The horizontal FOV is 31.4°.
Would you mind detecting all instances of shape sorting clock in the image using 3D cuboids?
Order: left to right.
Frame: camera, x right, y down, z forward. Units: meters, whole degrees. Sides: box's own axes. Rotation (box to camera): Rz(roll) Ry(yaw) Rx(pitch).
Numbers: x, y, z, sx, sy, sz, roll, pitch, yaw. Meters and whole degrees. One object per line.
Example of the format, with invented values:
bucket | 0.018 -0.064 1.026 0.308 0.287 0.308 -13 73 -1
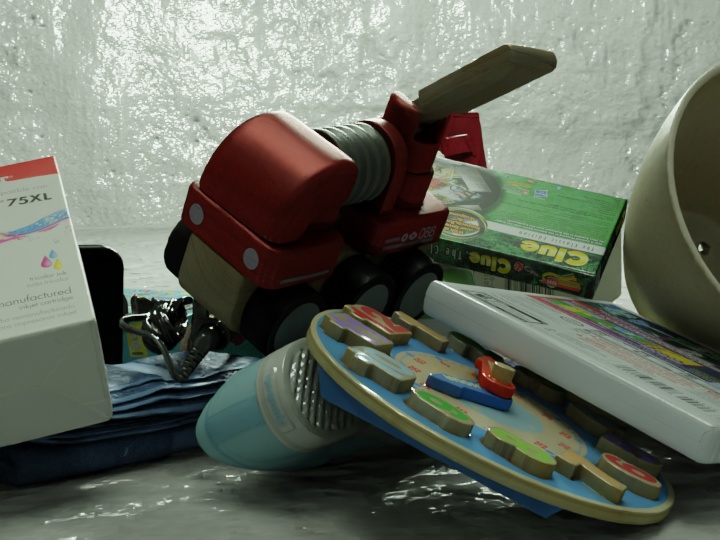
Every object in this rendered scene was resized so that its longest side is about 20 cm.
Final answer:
shape sorting clock | 0.065 0.066 0.636 0.197 0.040 0.200 20 9 -3

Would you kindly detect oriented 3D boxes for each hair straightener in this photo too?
hair straightener | -0.109 0.037 0.790 0.076 0.042 0.200 1 10 1

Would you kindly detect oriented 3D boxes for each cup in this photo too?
cup | 0.253 -0.017 0.844 0.197 0.204 0.143 -3 -20 -20

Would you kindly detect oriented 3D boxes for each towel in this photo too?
towel | -0.139 0.079 0.760 0.198 0.049 0.111 -7 8 -44

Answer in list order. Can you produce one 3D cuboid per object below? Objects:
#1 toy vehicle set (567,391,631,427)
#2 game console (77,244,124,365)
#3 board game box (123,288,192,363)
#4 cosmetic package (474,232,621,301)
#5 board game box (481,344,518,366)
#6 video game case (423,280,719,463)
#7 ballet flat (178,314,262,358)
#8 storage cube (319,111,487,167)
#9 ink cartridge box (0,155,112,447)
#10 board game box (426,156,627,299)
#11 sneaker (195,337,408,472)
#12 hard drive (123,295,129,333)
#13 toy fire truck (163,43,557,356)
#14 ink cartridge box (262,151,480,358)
toy vehicle set | 0.209 0.078 0.847 0.196 0.027 0.124 0 6 7
game console | -0.263 0.034 0.868 0.196 0.119 0.176 -1 7 -14
board game box | -0.198 0.048 1.079 0.197 0.048 0.151 2 6 21
cosmetic package | 0.170 -0.001 1.142 0.102 0.074 0.200 1 7 18
board game box | 0.168 0.058 1.052 0.198 0.026 0.199 -4 7 -35
video game case | 0.161 0.055 0.717 0.180 0.023 0.199 7 14 -44
ballet flat | -0.043 0.049 0.980 0.197 0.069 0.067 -1 -2 -17
storage cube | 0.021 -0.045 1.197 0.197 0.183 0.171 -9 2 23
ink cartridge box | -0.207 0.006 0.687 0.114 0.068 0.201 -13 38 -14
board game box | 0.075 -0.038 0.876 0.197 0.024 0.105 15 34 17
sneaker | -0.021 0.073 0.716 0.081 0.075 0.199 -22 -16 25
hard drive | -0.283 0.028 0.914 0.197 0.033 0.140 -11 -22 8
toy fire truck | 0.005 -0.058 0.729 0.128 0.202 0.175 37 30 30
ink cartridge box | 0.000 0.000 0.914 0.143 0.085 0.201 0 36 -4
